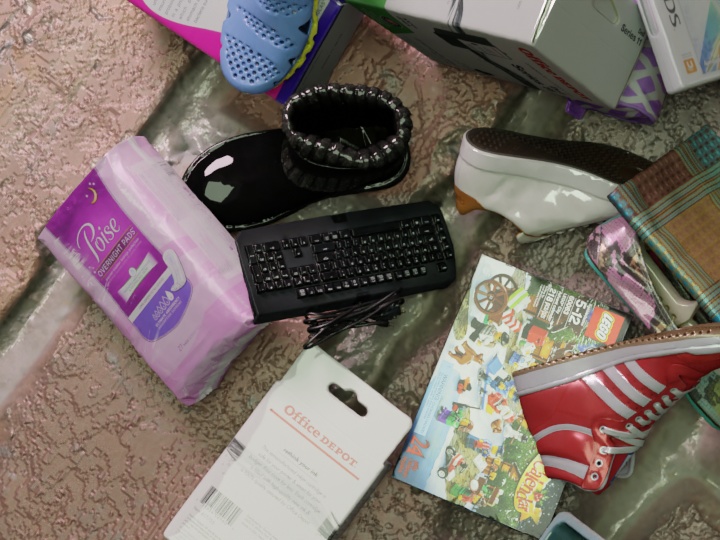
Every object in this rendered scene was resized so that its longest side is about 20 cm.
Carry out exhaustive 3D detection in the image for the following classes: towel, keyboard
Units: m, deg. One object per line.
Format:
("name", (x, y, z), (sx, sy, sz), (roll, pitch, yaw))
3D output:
("towel", (0.306, -0.015, 1.555), (0.146, 0.022, 0.200), (-33, 79, -40))
("keyboard", (0.000, 0.000, 1.571), (0.199, 0.040, 0.105), (-11, 82, -30))

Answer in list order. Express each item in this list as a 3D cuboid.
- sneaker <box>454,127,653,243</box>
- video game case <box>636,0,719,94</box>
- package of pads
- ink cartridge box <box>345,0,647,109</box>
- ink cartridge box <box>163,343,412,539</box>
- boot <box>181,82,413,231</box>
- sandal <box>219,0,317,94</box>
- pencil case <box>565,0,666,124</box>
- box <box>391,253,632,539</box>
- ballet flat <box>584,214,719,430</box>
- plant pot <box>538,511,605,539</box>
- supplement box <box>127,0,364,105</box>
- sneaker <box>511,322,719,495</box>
("sneaker", (0.174, -0.060, 1.608), (0.199, 0.073, 0.085), (12, 120, 0))
("video game case", (0.291, -0.250, 1.556), (0.199, 0.022, 0.183), (-19, 90, -36))
("package of pads", (-0.163, -0.001, 1.604), (0.200, 0.076, 0.121), (48, 120, 10))
("ink cartridge box", (0.111, -0.209, 1.543), (0.199, 0.146, 0.083), (20, 86, 39))
("ink cartridge box", (-0.055, 0.173, 1.593), (0.116, 0.068, 0.200), (37, 89, 9))
("boot", (-0.057, -0.094, 1.578), (0.210, 0.158, 0.080), (-16, 85, 3))
("sandal", (-0.062, -0.231, 1.509), (0.079, 0.087, 0.201), (25, 107, 10))
("pencil case", (0.234, -0.221, 1.604), (0.085, 0.084, 0.201), (13, 81, 43))
("box", (0.126, 0.105, 1.596), (0.136, 0.038, 0.201), (21, 86, 9))
("ballet flat", (0.262, 0.037, 1.558), (0.071, 0.069, 0.200), (-37, 88, 30))
("plant pot", (0.204, 0.339, 1.486), (0.200, 0.196, 0.196), (36, 88, -13))
("supplement box", (-0.105, -0.238, 1.619), (0.199, 0.103, 0.101), (34, 109, 8))
("sneaker", (0.221, 0.110, 1.511), (0.199, 0.071, 0.113), (-16, 85, 32))
